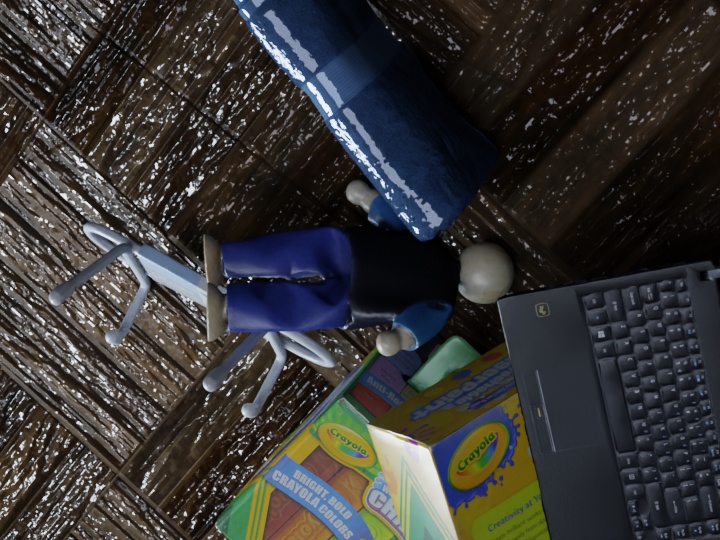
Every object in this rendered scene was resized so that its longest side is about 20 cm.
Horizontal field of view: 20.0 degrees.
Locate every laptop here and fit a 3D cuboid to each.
[{"bbox_3d":[0.186,0.095,1.128,0.198,0.103,0.179,-10,108,11],"label":"laptop"}]

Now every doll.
[{"bbox_3d":[0.000,0.000,1.300,0.198,0.137,0.049,-2,143,-5],"label":"doll"}]

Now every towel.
[{"bbox_3d":[0.004,-0.116,1.242,0.048,0.112,0.201,-35,97,24],"label":"towel"}]

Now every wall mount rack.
[{"bbox_3d":[-0.119,0.035,1.354,0.199,0.174,0.075,27,80,11],"label":"wall mount rack"}]

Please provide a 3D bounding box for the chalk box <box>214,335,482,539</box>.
[{"bbox_3d":[0.023,0.126,1.350,0.125,0.124,0.200,42,125,0],"label":"chalk box"}]

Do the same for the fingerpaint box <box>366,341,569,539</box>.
[{"bbox_3d":[0.120,0.127,1.257,0.073,0.199,0.168,12,126,56],"label":"fingerpaint box"}]
